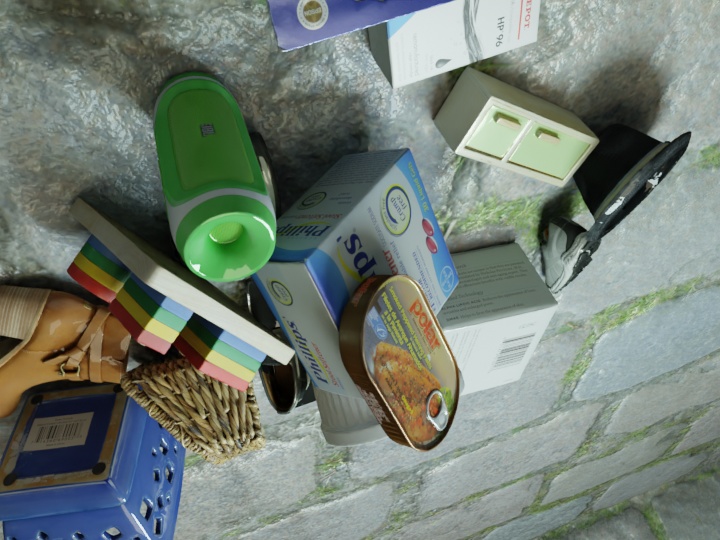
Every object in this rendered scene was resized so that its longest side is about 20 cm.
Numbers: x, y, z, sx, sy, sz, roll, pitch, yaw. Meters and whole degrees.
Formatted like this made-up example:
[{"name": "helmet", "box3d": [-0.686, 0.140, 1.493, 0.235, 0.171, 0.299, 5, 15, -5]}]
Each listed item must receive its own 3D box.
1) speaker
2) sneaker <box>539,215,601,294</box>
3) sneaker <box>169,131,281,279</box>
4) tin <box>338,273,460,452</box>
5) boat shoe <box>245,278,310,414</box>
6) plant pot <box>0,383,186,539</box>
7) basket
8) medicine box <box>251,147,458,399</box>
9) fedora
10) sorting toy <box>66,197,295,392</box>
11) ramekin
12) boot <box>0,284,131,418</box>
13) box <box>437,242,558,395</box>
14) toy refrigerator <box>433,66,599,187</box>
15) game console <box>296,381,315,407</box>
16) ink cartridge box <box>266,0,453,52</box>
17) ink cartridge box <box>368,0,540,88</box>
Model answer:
[{"name": "speaker", "box3d": [-0.132, -0.089, 0.517, 0.086, 0.202, 0.090, -14, 141, -12]}, {"name": "sneaker", "box3d": [0.323, -0.027, 0.940, 0.074, 0.079, 0.201, -41, 158, -9]}, {"name": "sneaker", "box3d": [-0.151, -0.055, 0.644, 0.113, 0.077, 0.203, -11, 141, -20]}, {"name": "tin", "box3d": [0.044, 0.093, 0.593, 0.112, 0.041, 0.202, -49, 127, -31]}, {"name": "boat shoe", "box3d": [-0.112, 0.096, 0.786, 0.070, 0.068, 0.204, -1, 115, 20]}, {"name": "plant pot", "box3d": [-0.354, 0.264, 0.776, 0.195, 0.202, 0.183, -6, 132, -1]}, {"name": "basket", "box3d": [-0.205, 0.175, 0.756, 0.146, 0.146, 0.200, -14, 179, -14]}, {"name": "medicine box", "box3d": [0.000, 0.000, 0.642, 0.201, 0.101, 0.185, -50, 127, -36]}, {"name": "fedora", "box3d": [0.342, -0.132, 0.788, 0.199, 0.092, 0.202, -39, 160, -17]}, {"name": "sorting toy", "box3d": [-0.197, 0.033, 0.610, 0.070, 0.197, 0.200, -55, 138, -6]}, {"name": "ramekin", "box3d": [0.028, 0.132, 0.768, 0.196, 0.107, 0.200, -21, -178, 1]}, {"name": "boot", "box3d": [-0.357, 0.114, 0.699, 0.152, 0.074, 0.202, 15, 124, -21]}, {"name": "box", "box3d": [0.168, 0.085, 0.923, 0.195, 0.132, 0.202, -10, 139, -17]}, {"name": "toy refrigerator", "box3d": [0.192, -0.165, 0.710, 0.196, 0.071, 0.076, 9, 131, -34]}, {"name": "game console", "box3d": [-0.066, 0.145, 0.952, 0.173, 0.031, 0.202, -19, 140, 2]}, {"name": "ink cartridge box", "box3d": [0.003, -0.290, 0.435, 0.195, 0.041, 0.204, -20, 116, -7]}, {"name": "ink cartridge box", "box3d": [0.105, -0.266, 0.554, 0.196, 0.069, 0.117, -21, 141, -7]}]
